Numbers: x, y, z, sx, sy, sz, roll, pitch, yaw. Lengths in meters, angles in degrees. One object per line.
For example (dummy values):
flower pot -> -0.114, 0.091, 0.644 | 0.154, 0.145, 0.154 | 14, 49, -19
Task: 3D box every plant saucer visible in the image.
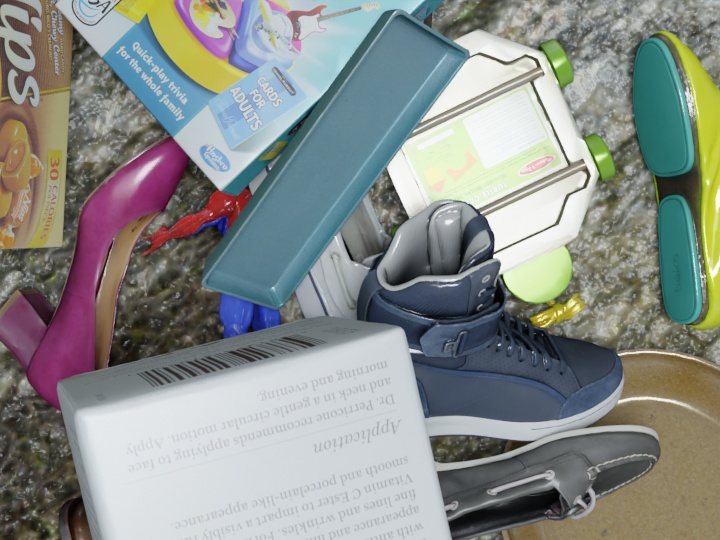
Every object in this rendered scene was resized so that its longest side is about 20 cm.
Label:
plant saucer -> 0.191, 0.152, 0.860 | 0.200, 0.035, 0.200 | -3, 68, 8
plant saucer -> -0.018, -0.063, 0.771 | 0.200, 0.070, 0.019 | -54, 48, 15

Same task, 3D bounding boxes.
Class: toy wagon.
toy wagon -> 0.090, -0.056, 0.875 | 0.155, 0.040, 0.200 | -25, 94, 2

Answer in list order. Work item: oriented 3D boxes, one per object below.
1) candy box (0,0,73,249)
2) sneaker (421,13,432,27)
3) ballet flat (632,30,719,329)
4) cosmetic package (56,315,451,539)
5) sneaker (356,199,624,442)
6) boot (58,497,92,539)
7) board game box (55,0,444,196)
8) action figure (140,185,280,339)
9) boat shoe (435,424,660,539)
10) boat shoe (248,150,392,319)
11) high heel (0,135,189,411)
candy box -> -0.232, -0.113, 0.793 | 0.055, 0.115, 0.200 | 6, 95, 26
sneaker -> 0.016, -0.215, 0.856 | 0.077, 0.082, 0.200 | -3, 72, 19
ballet flat -> 0.227, -0.061, 0.869 | 0.067, 0.067, 0.200 | -11, 97, -20
cosmetic package -> -0.054, 0.140, 0.684 | 0.165, 0.165, 0.200 | -13, 94, -16
sneaker -> 0.089, 0.030, 0.799 | 0.202, 0.077, 0.146 | -2, 126, -22
boot -> -0.073, 0.143, 0.819 | 0.200, 0.186, 0.064 | -19, 82, 4
board game box -> -0.056, -0.168, 0.774 | 0.200, 0.047, 0.151 | -43, 85, 5
action figure -> -0.089, 0.023, 0.854 | 0.099, 0.065, 0.200 | -30, 54, 39
boat shoe -> 0.094, 0.144, 0.814 | 0.200, 0.067, 0.057 | -10, 55, -3
boat shoe -> 0.000, 0.000, 0.849 | 0.066, 0.072, 0.200 | -20, 98, 31
high heel -> -0.154, 0.005, 0.864 | 0.096, 0.067, 0.200 | 44, 108, 7
